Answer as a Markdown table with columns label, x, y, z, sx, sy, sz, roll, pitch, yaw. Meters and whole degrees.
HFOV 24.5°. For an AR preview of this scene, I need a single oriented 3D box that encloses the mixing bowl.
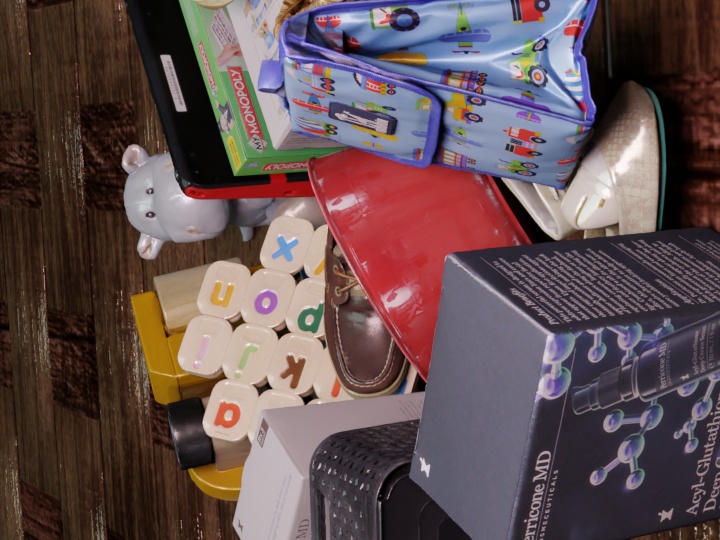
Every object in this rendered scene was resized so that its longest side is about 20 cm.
| label | x | y | z | sx | sy | sz | roll | pitch | yaw |
| --- | --- | --- | --- | --- | --- | --- | --- | --- | --- |
| mixing bowl | 0.060 | -0.019 | 1.158 | 0.108 | 0.200 | 0.201 | -31 | 60 | 10 |

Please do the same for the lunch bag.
| label | x | y | z | sx | sy | sz | roll | pitch | yaw |
| --- | --- | --- | --- | --- | --- | --- | --- | --- | --- |
| lunch bag | 0.037 | -0.117 | 1.006 | 0.151 | 0.199 | 0.095 | 83 | -169 | -79 |

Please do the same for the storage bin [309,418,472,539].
| label | x | y | z | sx | sy | sz | roll | pitch | yaw |
| --- | --- | --- | --- | --- | --- | --- | --- | --- | --- |
| storage bin | 0.074 | 0.173 | 1.117 | 0.094 | 0.199 | 0.136 | 14 | 107 | 58 |

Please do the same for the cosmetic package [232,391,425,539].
| label | x | y | z | sx | sy | sz | roll | pitch | yaw |
| --- | --- | --- | --- | --- | --- | --- | --- | --- | --- |
| cosmetic package | 0.016 | 0.157 | 1.217 | 0.081 | 0.199 | 0.113 | 50 | 137 | 44 |

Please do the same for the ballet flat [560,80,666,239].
| label | x | y | z | sx | sy | sz | roll | pitch | yaw |
| --- | --- | --- | --- | --- | --- | --- | --- | --- | --- |
| ballet flat | 0.155 | -0.019 | 1.045 | 0.067 | 0.062 | 0.201 | -127 | 30 | -61 |

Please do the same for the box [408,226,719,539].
| label | x | y | z | sx | sy | sz | roll | pitch | yaw |
| --- | --- | --- | --- | --- | --- | --- | --- | --- | --- |
| box | 0.147 | 0.068 | 0.973 | 0.107 | 0.199 | 0.149 | 41 | 130 | 50 |

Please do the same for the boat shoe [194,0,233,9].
| label | x | y | z | sx | sy | sz | roll | pitch | yaw |
| --- | --- | --- | --- | --- | --- | --- | --- | --- | --- |
| boat shoe | -0.077 | -0.286 | 1.238 | 0.201 | 0.063 | 0.073 | -45 | 51 | 19 |

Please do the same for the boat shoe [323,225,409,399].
| label | x | y | z | sx | sy | sz | roll | pitch | yaw |
| --- | --- | --- | --- | --- | --- | --- | --- | --- | --- |
| boat shoe | 0.000 | 0.000 | 1.295 | 0.072 | 0.072 | 0.201 | 59 | -150 | -63 |

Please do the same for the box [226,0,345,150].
| label | x | y | z | sx | sy | sz | roll | pitch | yaw |
| --- | --- | --- | --- | --- | --- | --- | --- | --- | --- |
| box | -0.032 | -0.208 | 1.319 | 0.101 | 0.112 | 0.201 | -51 | 52 | 50 |

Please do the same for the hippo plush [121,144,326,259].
| label | x | y | z | sx | sy | sz | roll | pitch | yaw |
| --- | --- | --- | --- | --- | --- | --- | --- | --- | --- |
| hippo plush | -0.129 | -0.093 | 1.463 | 0.200 | 0.160 | 0.160 | 7 | 102 | 59 |

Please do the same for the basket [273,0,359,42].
| label | x | y | z | sx | sy | sz | roll | pitch | yaw |
| --- | --- | --- | --- | --- | --- | --- | --- | --- | --- |
| basket | 0.029 | -0.257 | 1.170 | 0.200 | 0.148 | 0.143 | -24 | 75 | 60 |

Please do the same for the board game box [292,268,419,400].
| label | x | y | z | sx | sy | sz | roll | pitch | yaw |
| --- | --- | --- | --- | --- | --- | --- | --- | --- | --- |
| board game box | -0.030 | 0.073 | 1.437 | 0.200 | 0.046 | 0.152 | -38 | 63 | 56 |

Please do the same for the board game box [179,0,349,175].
| label | x | y | z | sx | sy | sz | roll | pitch | yaw |
| --- | --- | --- | --- | --- | --- | --- | --- | --- | --- |
| board game box | -0.068 | -0.174 | 1.368 | 0.029 | 0.134 | 0.201 | -48 | 54 | 52 |

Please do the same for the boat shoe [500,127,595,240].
| label | x | y | z | sx | sy | sz | roll | pitch | yaw |
| --- | --- | --- | --- | --- | --- | --- | --- | --- | --- |
| boat shoe | 0.095 | -0.106 | 1.107 | 0.200 | 0.062 | 0.072 | 48 | 161 | 20 |

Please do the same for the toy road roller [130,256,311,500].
| label | x | y | z | sx | sy | sz | roll | pitch | yaw |
| --- | --- | --- | --- | --- | --- | --- | --- | --- | --- |
| toy road roller | -0.116 | 0.104 | 1.425 | 0.146 | 0.122 | 0.201 | 91 | 163 | -56 |

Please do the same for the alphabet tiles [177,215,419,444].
| label | x | y | z | sx | sy | sz | roll | pitch | yaw |
| --- | --- | --- | --- | --- | --- | --- | --- | --- | --- |
| alphabet tiles | -0.044 | 0.054 | 1.331 | 0.015 | 0.199 | 0.196 | 61 | -137 | -63 |

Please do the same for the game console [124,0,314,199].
| label | x | y | z | sx | sy | sz | roll | pitch | yaw |
| --- | --- | --- | --- | --- | --- | --- | --- | --- | --- |
| game console | -0.095 | -0.150 | 1.378 | 0.031 | 0.176 | 0.201 | -47 | 55 | 51 |
